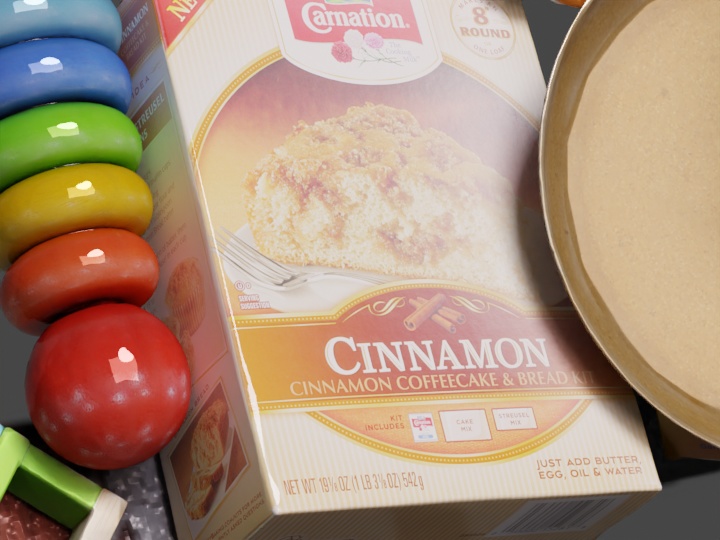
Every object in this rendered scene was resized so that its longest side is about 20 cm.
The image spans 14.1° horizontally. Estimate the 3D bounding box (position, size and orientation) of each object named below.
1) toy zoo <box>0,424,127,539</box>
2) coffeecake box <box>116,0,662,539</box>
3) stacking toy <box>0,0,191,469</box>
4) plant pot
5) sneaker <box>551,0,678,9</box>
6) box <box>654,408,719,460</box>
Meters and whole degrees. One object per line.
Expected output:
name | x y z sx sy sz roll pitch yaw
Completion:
toy zoo | -0.182 0.073 0.895 0.199 0.020 0.132 32 53 -11
coffeecake box | 0.000 0.000 1.008 0.153 0.073 0.201 -1 65 -30
stacking toy | -0.102 -0.031 0.959 0.085 0.085 0.201 -5 68 -32
plant pot | 0.150 -0.028 1.020 0.199 0.027 0.202 4 77 -18
sneaker | 0.041 -0.153 1.059 0.199 0.076 0.092 14 24 -2
box | 0.185 -0.018 1.107 0.118 0.042 0.201 2 56 17
